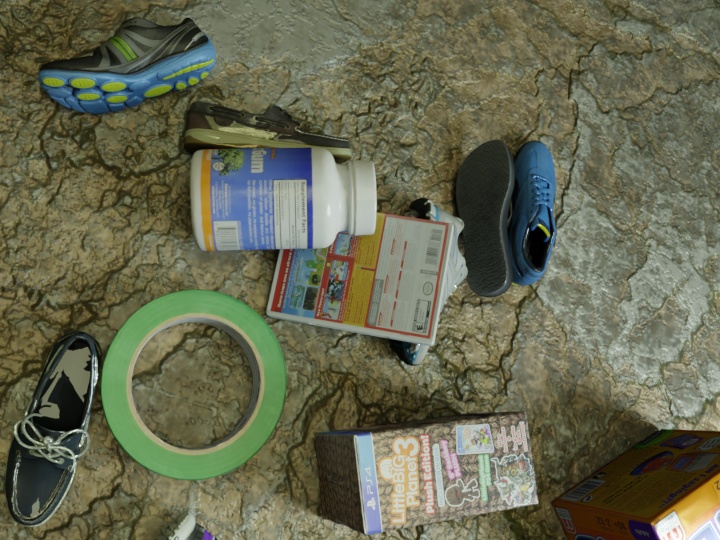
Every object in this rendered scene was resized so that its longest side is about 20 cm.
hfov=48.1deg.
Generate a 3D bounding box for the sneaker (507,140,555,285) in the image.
[{"bbox_3d":[0.229,-0.079,1.042,0.065,0.078,0.203,15,75,-13],"label":"sneaker"}]

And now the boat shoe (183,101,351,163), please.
[{"bbox_3d":[-0.106,-0.163,0.946,0.198,0.072,0.067,3,85,-13],"label":"boat shoe"}]

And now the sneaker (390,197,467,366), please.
[{"bbox_3d":[0.092,0.019,0.984,0.086,0.075,0.203,15,81,-31],"label":"sneaker"}]

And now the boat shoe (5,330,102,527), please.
[{"bbox_3d":[-0.312,0.161,0.826,0.074,0.062,0.202,22,75,-16],"label":"boat shoe"}]

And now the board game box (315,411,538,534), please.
[{"bbox_3d":[0.067,0.217,0.892,0.197,0.159,0.098,-4,81,-19],"label":"board game box"}]

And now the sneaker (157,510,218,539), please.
[{"bbox_3d":[-0.208,0.358,0.823,0.099,0.069,0.201,43,71,-10],"label":"sneaker"}]

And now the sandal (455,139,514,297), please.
[{"bbox_3d":[0.162,-0.065,1.030,0.043,0.075,0.203,19,72,-58],"label":"sandal"}]

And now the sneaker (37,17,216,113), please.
[{"bbox_3d":[-0.265,-0.237,0.914,0.198,0.071,0.083,-22,74,-22],"label":"sneaker"}]

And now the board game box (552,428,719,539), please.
[{"bbox_3d":[0.394,0.327,0.959,0.198,0.200,0.202,-25,89,-20],"label":"board game box"}]

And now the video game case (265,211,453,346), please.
[{"bbox_3d":[0.000,0.000,0.939,0.197,0.017,0.145,9,77,9],"label":"video game case"}]

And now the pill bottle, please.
[{"bbox_3d":[-0.084,-0.080,0.896,0.197,0.112,0.114,-2,81,-5],"label":"pill bottle"}]

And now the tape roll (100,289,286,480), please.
[{"bbox_3d":[-0.182,0.124,0.884,0.198,0.048,0.203,3,80,-18],"label":"tape roll"}]
